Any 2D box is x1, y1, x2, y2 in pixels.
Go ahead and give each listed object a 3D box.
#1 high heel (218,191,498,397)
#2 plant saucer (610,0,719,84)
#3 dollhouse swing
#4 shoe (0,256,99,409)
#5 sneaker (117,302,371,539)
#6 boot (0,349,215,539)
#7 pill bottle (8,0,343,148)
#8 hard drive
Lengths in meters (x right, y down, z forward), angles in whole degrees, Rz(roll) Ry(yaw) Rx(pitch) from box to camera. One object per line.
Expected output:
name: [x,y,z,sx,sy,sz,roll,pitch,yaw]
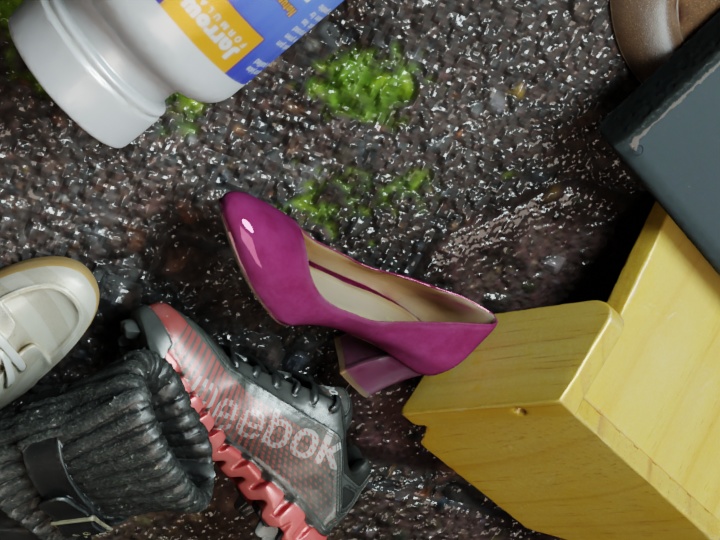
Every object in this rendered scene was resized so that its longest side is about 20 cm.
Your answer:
high heel: [0.000,0.000,0.814,0.095,0.068,0.200,-27,142,14]
plant saucer: [0.237,-0.169,0.798,0.197,0.032,0.203,-8,124,-12]
dollhouse swing: [0.165,0.060,0.928,0.180,0.178,0.200,-10,142,44]
shoe: [-0.226,0.066,0.798,0.199,0.054,0.070,-35,126,8]
sneaker: [-0.062,0.083,0.853,0.098,0.071,0.201,-40,116,-8]
boot: [-0.152,0.127,0.804,0.156,0.080,0.212,-18,154,3]
pill bottle: [-0.064,-0.151,0.665,0.199,0.113,0.112,-39,126,10]
hard drive: [0.244,-0.064,0.826,0.139,0.033,0.200,-42,125,9]
